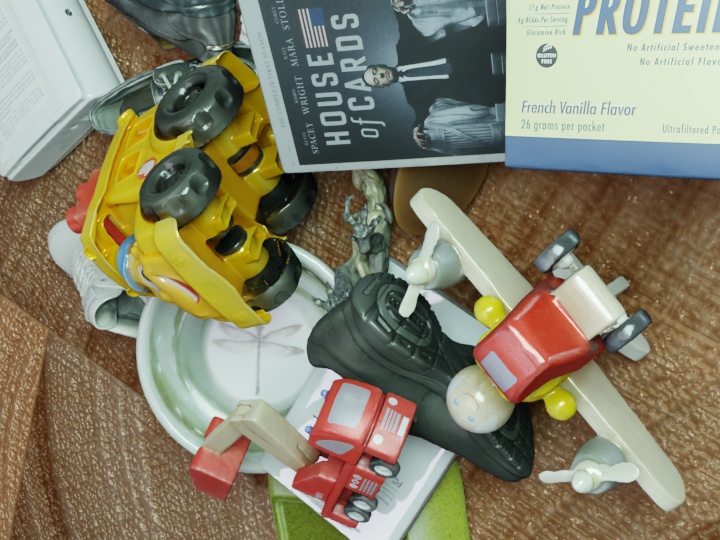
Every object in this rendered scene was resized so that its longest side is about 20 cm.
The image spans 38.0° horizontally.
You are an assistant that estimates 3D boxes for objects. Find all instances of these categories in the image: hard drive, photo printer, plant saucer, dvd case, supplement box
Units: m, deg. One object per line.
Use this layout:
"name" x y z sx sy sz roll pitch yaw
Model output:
"hard drive" 0.021 0.108 0.822 0.132 0.025 0.200 35 101 20
"photo printer" -0.322 -0.209 0.989 0.166 0.069 0.200 -33 82 36
"plant saucer" -0.088 0.069 0.887 0.199 0.050 0.201 1 96 8
"dvd case" 0.031 -0.133 0.667 0.199 0.025 0.151 -3 131 12
"supplement box" 0.182 -0.162 0.576 0.134 0.200 0.201 7 105 33
"plant saucer" 0.001 0.255 0.898 0.199 0.048 0.201 -4 100 35

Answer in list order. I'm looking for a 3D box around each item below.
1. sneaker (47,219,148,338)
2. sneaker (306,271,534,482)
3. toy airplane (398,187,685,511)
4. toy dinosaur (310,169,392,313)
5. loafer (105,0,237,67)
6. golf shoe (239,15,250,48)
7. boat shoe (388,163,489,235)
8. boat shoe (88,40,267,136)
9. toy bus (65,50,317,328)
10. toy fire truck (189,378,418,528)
"sneaker" -0.231 0.004 0.963 0.200 0.100 0.075 27 118 28
"sneaker" 0.046 0.085 0.748 0.200 0.076 0.091 44 127 -17
"toy airplane" 0.115 0.050 0.682 0.141 0.199 0.200 -42 34 12
"toy dinosaur" 0.000 0.000 0.776 0.047 0.088 0.201 2 81 15
"loafer" -0.168 -0.218 0.868 0.200 0.073 0.073 32 137 49
"golf shoe" -0.061 -0.211 0.796 0.092 0.073 0.201 -22 88 14
"boat shoe" 0.060 -0.118 0.747 0.070 0.070 0.200 -112 28 -43
"boat shoe" -0.149 -0.142 0.887 0.200 0.071 0.072 -15 93 35
"toy bus" -0.149 -0.044 0.807 0.191 0.200 0.136 -17 134 24
"toy fire truck" -0.047 0.128 0.758 0.141 0.049 0.200 23 146 1
